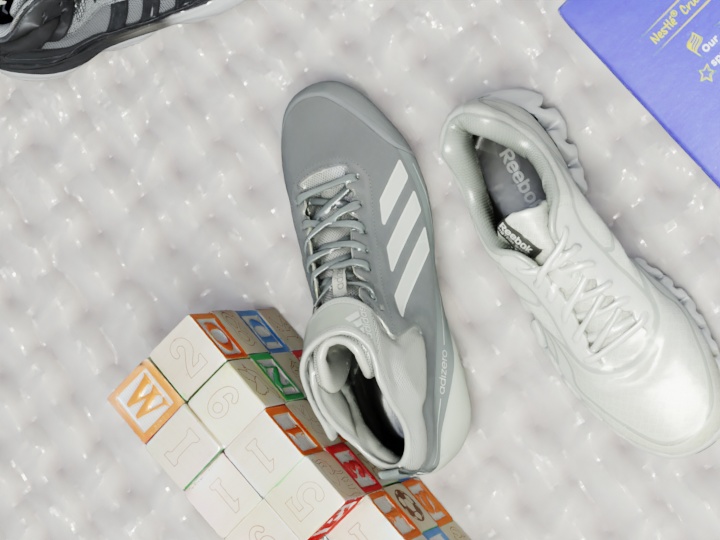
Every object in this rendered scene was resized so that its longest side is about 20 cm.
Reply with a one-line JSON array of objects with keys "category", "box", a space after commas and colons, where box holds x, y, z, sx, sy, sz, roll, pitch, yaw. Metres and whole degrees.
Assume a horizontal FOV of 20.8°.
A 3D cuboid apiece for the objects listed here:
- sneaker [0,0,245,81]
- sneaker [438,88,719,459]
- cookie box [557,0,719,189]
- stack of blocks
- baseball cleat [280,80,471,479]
[{"category": "sneaker", "box": [-0.125, -0.155, 0.970, 0.199, 0.114, 0.076, -25, 83, 17]}, {"category": "sneaker", "box": [0.099, 0.003, 0.914, 0.075, 0.081, 0.201, -37, 80, 13]}, {"category": "cookie box", "box": [0.219, -0.103, 0.875, 0.171, 0.075, 0.200, -44, 78, 14]}, {"category": "stack of blocks", "box": [-0.017, 0.112, 0.933, 0.059, 0.115, 0.200, -44, 78, 13]}, {"category": "baseball cleat", "box": [0.000, 0.000, 0.932, 0.069, 0.106, 0.202, -25, 80, 22]}]
